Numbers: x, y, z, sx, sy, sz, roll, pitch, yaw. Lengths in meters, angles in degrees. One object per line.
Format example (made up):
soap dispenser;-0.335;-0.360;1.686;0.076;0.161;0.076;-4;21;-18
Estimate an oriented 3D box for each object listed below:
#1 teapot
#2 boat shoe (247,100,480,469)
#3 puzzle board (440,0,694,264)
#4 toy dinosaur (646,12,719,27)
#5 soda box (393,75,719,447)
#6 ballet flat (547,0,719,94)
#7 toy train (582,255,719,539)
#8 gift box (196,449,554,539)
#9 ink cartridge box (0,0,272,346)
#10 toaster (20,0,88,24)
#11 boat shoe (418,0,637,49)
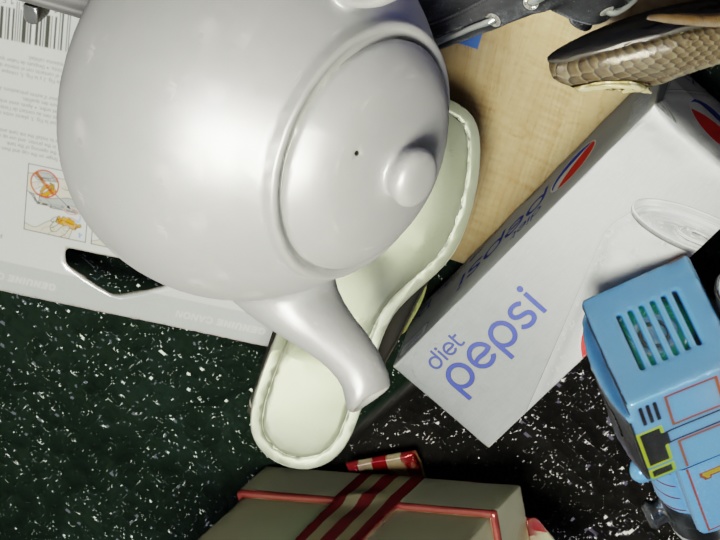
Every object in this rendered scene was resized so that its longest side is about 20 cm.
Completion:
teapot;-0.027;-0.070;1.054;0.146;0.200;0.198;25;80;35
boat shoe;0.000;0.000;1.192;0.071;0.061;0.202;26;102;-5
puzzle board;0.082;-0.090;1.176;0.150;0.017;0.201;18;118;6
toy dinosaur;0.230;-0.153;1.056;0.106;0.060;0.200;36;84;16
soda box;0.106;-0.007;1.164;0.068;0.063;0.200;40;118;-8
ballet flat;0.185;-0.105;1.093;0.199;0.067;0.047;-13;106;-6
toy train;0.180;0.069;1.156;0.114;0.087;0.200;-21;141;4
gift box;0.012;0.216;1.243;0.199;0.187;0.185;6;116;28
ink cartridge box;-0.114;-0.062;1.221;0.199;0.044;0.174;12;119;7
toaster;-0.122;-0.209;1.110;0.128;0.114;0.201;9;113;11
boat shoe;0.103;-0.146;1.094;0.199;0.072;0.068;-15;109;22
